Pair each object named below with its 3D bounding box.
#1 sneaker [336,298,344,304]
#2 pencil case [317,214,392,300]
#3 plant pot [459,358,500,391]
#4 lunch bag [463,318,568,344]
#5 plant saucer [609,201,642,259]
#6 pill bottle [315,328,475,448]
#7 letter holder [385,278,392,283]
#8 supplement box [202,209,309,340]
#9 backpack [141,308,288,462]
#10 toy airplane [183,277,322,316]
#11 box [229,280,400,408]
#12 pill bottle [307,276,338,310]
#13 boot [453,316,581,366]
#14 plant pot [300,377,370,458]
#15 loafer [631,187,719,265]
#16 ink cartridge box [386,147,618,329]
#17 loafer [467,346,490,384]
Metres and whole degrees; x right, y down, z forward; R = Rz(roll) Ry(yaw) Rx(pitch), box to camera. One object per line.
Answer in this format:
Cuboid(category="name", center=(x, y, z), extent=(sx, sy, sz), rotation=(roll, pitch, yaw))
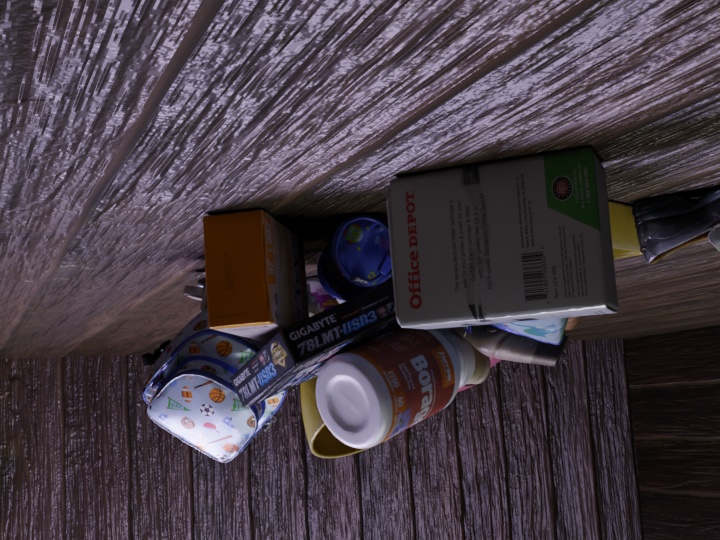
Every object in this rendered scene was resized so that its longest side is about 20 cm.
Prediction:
Cuboid(category="sneaker", center=(0.000, 0.000, 1.375), extent=(0.073, 0.085, 0.200), rotation=(-35, -177, 14))
Cuboid(category="pencil case", center=(-0.004, -0.010, 1.181), extent=(0.087, 0.078, 0.200), rotation=(40, 169, -1))
Cuboid(category="plant pot", center=(0.195, 0.100, 1.727), extent=(0.178, 0.201, 0.199), rotation=(-28, 159, 32))
Cuboid(category="lunch bag", center=(0.145, -0.004, 1.101), extent=(0.199, 0.128, 0.170), rotation=(17, 164, 16))
Cuboid(category="plant saucer", center=(0.266, -0.039, 1.223), extent=(0.199, 0.049, 0.199), rotation=(6, 168, -44))
Cuboid(category="pill bottle", center=(0.049, 0.130, 1.167), extent=(0.112, 0.113, 0.199), rotation=(-11, -175, 43))
Cuboid(category="letter holder", center=(0.125, 0.009, 1.315), extent=(0.141, 0.101, 0.199), rotation=(-12, 168, 39))
Cuboid(category="supplement box", center=(-0.116, 0.011, 1.130), extent=(0.073, 0.127, 0.200), rotation=(-6, 172, 8))
Cuboid(category="backpack", center=(-0.183, 0.144, 1.297), extent=(0.199, 0.154, 0.191), rotation=(31, 117, -15))
Cuboid(category="toy airplane", center=(-0.155, 0.043, 1.393), extent=(0.199, 0.142, 0.199), rotation=(30, 154, 0))
Cuboid(category="box", center=(-0.038, 0.086, 1.165), extent=(0.198, 0.050, 0.200), rotation=(-24, 170, -30))
Cuboid(category="pill bottle", center=(-0.042, 0.114, 1.606), extent=(0.111, 0.202, 0.112), rotation=(-3, 172, -1))
Cuboid(category="boot", center=(0.208, 0.034, 1.228), extent=(0.145, 0.200, 0.071), rotation=(24, 140, 17))
Cuboid(category="plant pot", center=(-0.007, 0.151, 1.370), extent=(0.199, 0.143, 0.201), rotation=(-22, 152, -12))
Cuboid(category="loafer", center=(0.405, -0.054, 1.083), extent=(0.199, 0.073, 0.072), rotation=(-12, 167, 42))
Cuboid(category="ink cartridge box", center=(0.134, -0.024, 0.924), extent=(0.198, 0.147, 0.084), rotation=(-6, 173, 22))
Cuboid(category="loafer", center=(0.096, 0.099, 1.407), extent=(0.199, 0.076, 0.068), rotation=(29, -165, 28))
